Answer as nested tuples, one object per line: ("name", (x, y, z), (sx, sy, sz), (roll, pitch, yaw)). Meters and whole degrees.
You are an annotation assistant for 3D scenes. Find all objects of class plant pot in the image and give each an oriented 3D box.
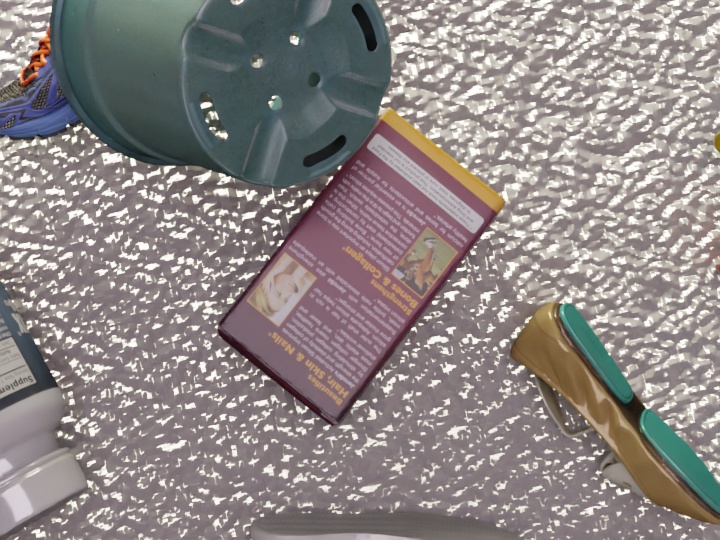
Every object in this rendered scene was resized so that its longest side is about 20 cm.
("plant pot", (-0.086, -0.149, 1.138), (0.198, 0.196, 0.202), (-8, 108, -25))

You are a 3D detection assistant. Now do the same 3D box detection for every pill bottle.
("pill bottle", (-0.276, 0.086, 1.184), (0.119, 0.120, 0.201), (-29, 86, -5))

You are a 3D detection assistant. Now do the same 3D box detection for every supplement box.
("supplement box", (0.000, 0.000, 1.219), (0.110, 0.086, 0.201), (38, 84, 2))

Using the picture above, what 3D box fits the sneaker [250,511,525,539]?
("sneaker", (0.019, 0.236, 1.210), (0.198, 0.074, 0.117), (2, 97, -5))

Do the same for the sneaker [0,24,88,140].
("sneaker", (-0.202, -0.169, 1.226), (0.200, 0.075, 0.079), (-41, 122, -13))

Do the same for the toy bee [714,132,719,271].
("toy bee", (0.321, -0.085, 1.229), (0.129, 0.109, 0.202), (8, 84, 1))

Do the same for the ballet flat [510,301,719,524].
("ballet flat", (0.185, 0.114, 1.234), (0.063, 0.069, 0.201), (-41, 83, 22))
